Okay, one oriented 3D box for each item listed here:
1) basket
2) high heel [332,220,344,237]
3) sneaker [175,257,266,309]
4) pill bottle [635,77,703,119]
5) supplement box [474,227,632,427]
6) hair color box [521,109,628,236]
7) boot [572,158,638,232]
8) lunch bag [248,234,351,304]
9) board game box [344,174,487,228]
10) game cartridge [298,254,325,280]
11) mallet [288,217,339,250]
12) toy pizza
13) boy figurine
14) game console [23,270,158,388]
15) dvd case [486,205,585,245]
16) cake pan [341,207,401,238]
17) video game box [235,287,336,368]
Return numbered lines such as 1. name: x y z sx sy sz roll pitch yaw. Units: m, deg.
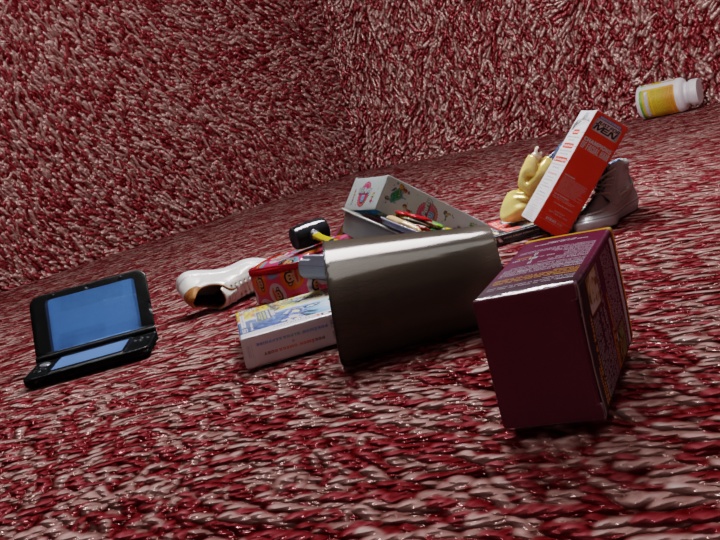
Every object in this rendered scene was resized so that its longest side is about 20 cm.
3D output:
1. basket: 0.063 0.020 1.100 0.197 0.138 0.181 -10 26 1
2. high heel: -0.003 -0.080 1.731 0.201 0.067 0.096 -58 -8 16
3. sneaker: -0.228 0.035 1.695 0.198 0.074 0.085 -12 38 -26
4. pill bottle: 1.023 -0.574 3.102 0.198 0.113 0.111 -7 12 37
5. supplement box: 0.173 0.043 0.806 0.085 0.112 0.200 -10 10 25
6. hair color box: 0.343 -0.156 1.511 0.063 0.202 0.111 27 8 -4
7. boot: 0.394 -0.127 1.534 0.073 0.097 0.199 -7 12 36
8. lunch bag: -0.088 -0.001 1.612 0.199 0.083 0.175 -23 8 -40
9. board game box: 0.091 -0.091 1.568 0.198 0.065 0.147 24 -5 -21
10. game cartridge: 0.000 0.000 1.391 0.131 0.042 0.200 6 -1 16
11. mallet: -0.057 -0.043 1.474 0.065 0.042 0.200 -18 20 -16
12. toy pizza: 0.125 -0.052 1.396 0.198 0.032 0.200 20 4 -1
13. boy figurine: 0.324 -0.148 1.610 0.200 0.124 0.065 -44 10 16
14. game console: -0.433 0.088 1.482 0.197 0.118 0.176 -16 9 -4
15. dvd case: 0.298 -0.082 1.651 0.197 0.022 0.146 -17 10 -5
16. cake pan: 0.056 -0.044 1.458 0.198 0.037 0.200 23 4 -2
17. video game box: -0.077 0.070 1.273 0.180 0.047 0.200 -13 9 -8
